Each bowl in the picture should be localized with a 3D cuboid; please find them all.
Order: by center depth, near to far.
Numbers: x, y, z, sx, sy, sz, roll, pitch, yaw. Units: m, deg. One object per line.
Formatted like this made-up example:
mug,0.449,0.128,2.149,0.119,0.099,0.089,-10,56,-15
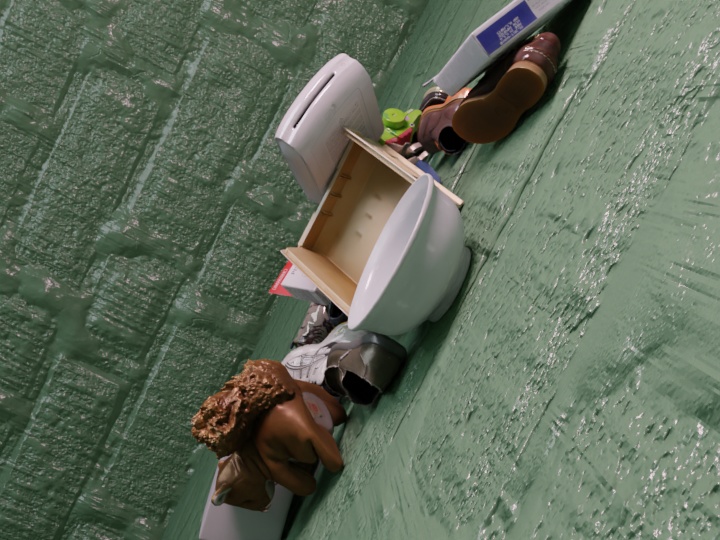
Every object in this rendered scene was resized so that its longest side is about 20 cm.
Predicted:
bowl,0.068,-0.002,1.021,0.203,0.089,0.201,-61,8,15

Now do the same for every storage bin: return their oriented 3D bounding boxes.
storage bin,0.009,-0.063,1.204,0.093,0.198,0.202,8,-64,-51

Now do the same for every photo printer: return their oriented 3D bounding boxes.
photo printer,-0.043,-0.203,1.252,0.167,0.069,0.200,-53,-19,-9

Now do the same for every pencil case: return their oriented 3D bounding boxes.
pencil case,-0.059,0.069,1.624,0.089,0.077,0.202,-8,54,56

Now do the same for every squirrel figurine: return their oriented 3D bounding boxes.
squirrel figurine,-0.139,0.226,1.169,0.186,0.200,0.142,-38,22,15

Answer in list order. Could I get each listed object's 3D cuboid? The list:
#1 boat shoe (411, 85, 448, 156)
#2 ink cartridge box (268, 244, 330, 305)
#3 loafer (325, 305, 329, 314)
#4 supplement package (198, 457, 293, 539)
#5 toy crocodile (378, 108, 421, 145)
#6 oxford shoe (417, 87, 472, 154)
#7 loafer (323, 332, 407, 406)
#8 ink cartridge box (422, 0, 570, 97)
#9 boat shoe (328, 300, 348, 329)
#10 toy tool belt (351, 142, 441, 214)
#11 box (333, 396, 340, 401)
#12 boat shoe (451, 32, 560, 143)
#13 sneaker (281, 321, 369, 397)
boat shoe,0.126,-0.249,1.499,0.200,0.072,0.066,111,178,-74
ink cartridge box,-0.066,-0.045,1.443,0.175,0.045,0.202,7,60,50
loafer,-0.014,0.004,1.453,0.074,0.070,0.202,-13,47,30
supplement package,-0.155,0.300,1.295,0.117,0.115,0.203,179,108,-81
toy crocodile,0.037,-0.207,1.409,0.199,0.061,0.068,-34,-31,-39
oxford shoe,0.129,-0.214,1.358,0.200,0.070,0.074,142,148,-71
loafer,-0.007,0.134,1.123,0.070,0.075,0.200,-62,7,-25
ink cartridge box,0.186,-0.299,1.096,0.199,0.041,0.200,-39,4,-13
boat shoe,0.000,0.000,1.322,0.074,0.062,0.202,10,67,36
toy tool belt,0.074,-0.136,1.340,0.123,0.125,0.200,-45,-8,26
box,-0.059,0.182,1.431,0.111,0.034,0.200,-65,8,-7
boat shoe,0.180,-0.220,1.071,0.071,0.070,0.200,-62,14,-23
sneaker,-0.059,0.152,1.273,0.199,0.075,0.088,-39,29,29
